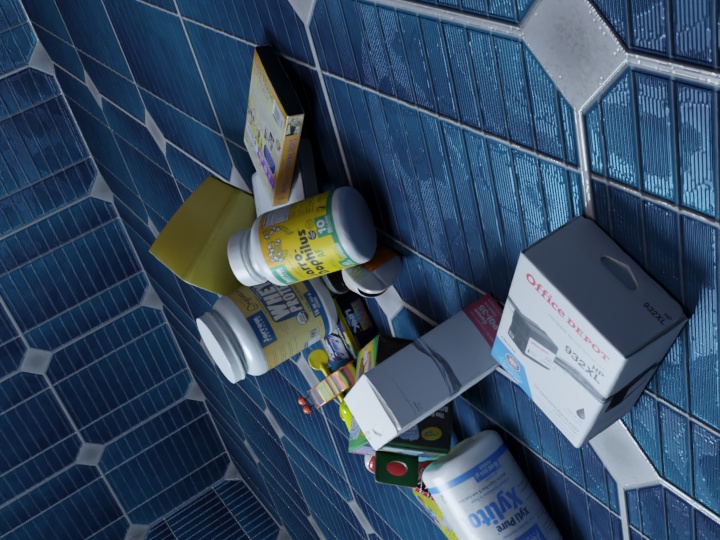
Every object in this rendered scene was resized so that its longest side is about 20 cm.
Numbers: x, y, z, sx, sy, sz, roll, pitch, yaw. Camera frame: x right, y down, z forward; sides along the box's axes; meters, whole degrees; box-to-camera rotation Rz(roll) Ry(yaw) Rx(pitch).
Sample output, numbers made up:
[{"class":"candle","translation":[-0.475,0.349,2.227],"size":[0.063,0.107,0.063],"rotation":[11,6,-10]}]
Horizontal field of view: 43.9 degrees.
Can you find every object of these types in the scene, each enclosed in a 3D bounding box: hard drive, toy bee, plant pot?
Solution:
[{"class":"hard drive","translation":[-0.122,-0.118,1.440],"size":[0.200,0.027,0.132],"rotation":[-21,76,61]},{"class":"toy bee","translation":[-0.048,0.211,1.541],"size":[0.131,0.109,0.200],"rotation":[49,157,27]},{"class":"plant pot","translation":[-0.228,-0.056,1.604],"size":[0.200,0.177,0.200],"rotation":[23,-177,-35]}]

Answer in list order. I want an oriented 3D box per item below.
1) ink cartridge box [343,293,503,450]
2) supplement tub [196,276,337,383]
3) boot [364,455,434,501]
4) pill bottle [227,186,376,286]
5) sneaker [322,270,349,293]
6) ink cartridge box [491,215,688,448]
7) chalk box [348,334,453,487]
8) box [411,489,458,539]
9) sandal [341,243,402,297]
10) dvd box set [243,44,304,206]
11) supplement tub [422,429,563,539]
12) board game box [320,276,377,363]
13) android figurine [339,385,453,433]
[{"class":"ink cartridge box","translation":[0.089,0.130,1.128],"size":[0.083,0.200,0.147],"rotation":[56,159,11]},{"class":"supplement tub","translation":[-0.154,0.084,1.481],"size":[0.145,0.200,0.145],"rotation":[49,158,28]},{"class":"boot","translation":[0.110,0.332,1.379],"size":[0.072,0.200,0.144],"rotation":[-62,30,19]},{"class":"pill bottle","translation":[-0.087,-0.042,1.294],"size":[0.113,0.200,0.113],"rotation":[46,-144,-49]},{"class":"sneaker","translation":[-0.073,-0.055,1.467],"size":[0.104,0.060,0.200],"rotation":[-15,96,65]},{"class":"ink cartridge box","translation":[0.220,0.066,0.900],"size":[0.145,0.084,0.200],"rotation":[50,158,27]},{"class":"chalk box","translation":[0.058,0.210,1.291],"size":[0.124,0.125,0.200],"rotation":[129,150,-69]},{"class":"box","translation":[0.159,0.426,1.599],"size":[0.200,0.048,0.117],"rotation":[48,158,22]},{"class":"sandal","translation":[0.007,-0.004,1.335],"size":[0.207,0.079,0.059],"rotation":[43,157,58]},{"class":"dvd box set","translation":[-0.134,-0.215,1.347],"size":[0.200,0.029,0.146],"rotation":[107,143,-52]},{"class":"supplement tub","translation":[0.192,0.345,1.286],"size":[0.200,0.132,0.132],"rotation":[57,160,5]},{"class":"board game box","translation":[-0.042,0.077,1.580],"size":[0.200,0.057,0.165],"rotation":[65,161,-14]},{"class":"android figurine","translation":[0.054,0.237,1.446],"size":[0.182,0.041,0.200],"rotation":[-4,131,23]}]
